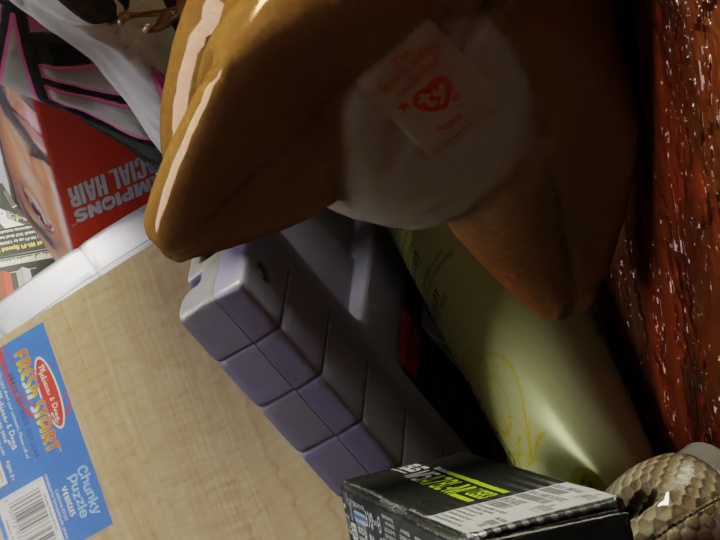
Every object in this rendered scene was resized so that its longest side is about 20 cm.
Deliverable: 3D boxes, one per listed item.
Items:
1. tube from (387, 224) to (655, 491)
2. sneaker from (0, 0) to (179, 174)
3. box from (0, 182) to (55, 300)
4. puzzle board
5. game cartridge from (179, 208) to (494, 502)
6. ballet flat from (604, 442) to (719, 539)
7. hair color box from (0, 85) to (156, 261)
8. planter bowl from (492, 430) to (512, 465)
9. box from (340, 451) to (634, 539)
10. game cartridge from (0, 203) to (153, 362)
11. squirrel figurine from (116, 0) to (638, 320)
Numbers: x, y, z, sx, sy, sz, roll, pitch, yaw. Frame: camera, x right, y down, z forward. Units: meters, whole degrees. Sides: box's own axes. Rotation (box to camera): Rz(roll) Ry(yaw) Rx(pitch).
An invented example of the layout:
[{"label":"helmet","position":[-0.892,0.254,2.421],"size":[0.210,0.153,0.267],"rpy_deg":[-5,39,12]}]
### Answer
[{"label":"tube","position":[0.059,0.035,0.774],"size":[0.058,0.052,0.200],"rpy_deg":[25,-148,-48]},{"label":"sneaker","position":[-0.104,-0.091,0.827],"size":[0.200,0.086,0.081],"rpy_deg":[53,-139,-58]},{"label":"box","position":[-0.072,0.006,1.086],"size":[0.050,0.199,0.158],"rpy_deg":[95,162,-54]},{"label":"puzzle board","position":[-0.055,0.090,0.850],"size":[0.017,0.151,0.200],"rpy_deg":[17,-133,-60]},{"label":"game cartridge","position":[0.000,0.000,0.838],"size":[0.130,0.038,0.200],"rpy_deg":[46,-155,-22]},{"label":"ballet flat","position":[0.069,0.110,0.701],"size":[0.067,0.046,0.200],"rpy_deg":[53,156,18]},{"label":"hair color box","position":[-0.119,-0.099,0.938],"size":[0.111,0.064,0.200],"rpy_deg":[50,159,41]},{"label":"planter bowl","position":[0.041,0.134,0.874],"size":[0.200,0.083,0.201],"rpy_deg":[170,90,-81]},{"label":"box","position":[0.045,0.151,0.648],"size":[0.200,0.047,0.194],"rpy_deg":[168,88,-81]},{"label":"game cartridge","position":[-0.051,0.007,0.974],"size":[0.042,0.200,0.133],"rpy_deg":[55,161,21]},{"label":"squirrel figurine","position":[0.000,-0.111,0.728],"size":[0.187,0.141,0.200],"rpy_deg":[-117,35,-53]}]
